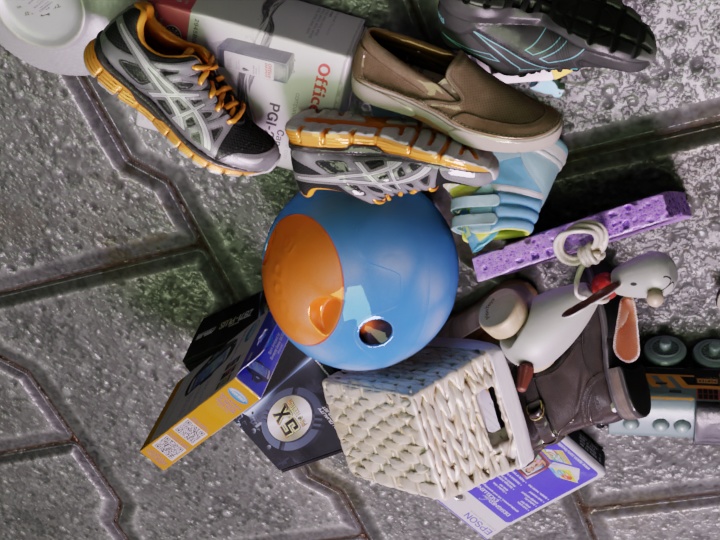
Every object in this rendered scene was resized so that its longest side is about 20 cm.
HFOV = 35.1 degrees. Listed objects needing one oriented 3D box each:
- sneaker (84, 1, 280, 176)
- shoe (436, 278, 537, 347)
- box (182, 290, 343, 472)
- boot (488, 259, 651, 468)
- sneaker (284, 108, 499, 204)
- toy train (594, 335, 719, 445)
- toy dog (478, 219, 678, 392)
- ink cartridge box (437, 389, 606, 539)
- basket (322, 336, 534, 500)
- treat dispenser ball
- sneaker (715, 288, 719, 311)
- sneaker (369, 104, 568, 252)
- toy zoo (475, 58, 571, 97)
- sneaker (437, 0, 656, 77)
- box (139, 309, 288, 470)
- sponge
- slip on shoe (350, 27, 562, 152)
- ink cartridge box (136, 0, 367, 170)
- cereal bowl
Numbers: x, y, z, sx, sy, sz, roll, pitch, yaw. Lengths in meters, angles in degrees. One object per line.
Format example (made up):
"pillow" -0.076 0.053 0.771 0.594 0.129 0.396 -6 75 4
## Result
"sneaker" -0.152 -0.160 1.030 0.200 0.078 0.077 35 120 -14
"shoe" 0.120 0.083 1.276 0.070 0.053 0.200 35 127 -13
"box" -0.078 0.123 1.335 0.163 0.086 0.200 -23 118 29
"boot" 0.204 0.094 1.199 0.174 0.201 0.069 -23 155 37
"sneaker" 0.029 -0.098 1.049 0.199 0.078 0.078 9 119 12
"toy train" 0.327 0.130 1.222 0.199 0.114 0.086 2 127 12
"toy dog" 0.204 0.053 1.090 0.131 0.097 0.200 21 138 -22
"ink cartridge box" 0.157 0.220 1.378 0.198 0.043 0.200 41 123 -17
"basket" 0.065 0.156 1.212 0.200 0.123 0.136 0 111 59
"treat dispenser ball" 0.000 0.000 1.149 0.200 0.201 0.202 7 128 9
"sneaker" 0.461 0.046 1.138 0.199 0.094 0.071 5 128 10
"sneaker" 0.091 -0.093 1.096 0.199 0.131 0.080 19 172 0
"toy zoo" 0.154 -0.248 1.036 0.131 0.020 0.200 -12 123 22
"sneaker" 0.163 -0.212 1.014 0.199 0.076 0.079 19 143 8
"box" -0.148 0.123 1.222 0.041 0.119 0.200 44 125 -16
"sponge" 0.220 -0.034 1.129 0.199 0.111 0.030 -18 86 26
"slip on shoe" 0.087 -0.165 1.022 0.199 0.076 0.061 23 136 14
"ink cartridge box" -0.107 -0.191 1.105 0.199 0.085 0.146 15 129 0
"cereal bowl" -0.292 -0.271 1.091 0.199 0.083 0.201 7 129 9
